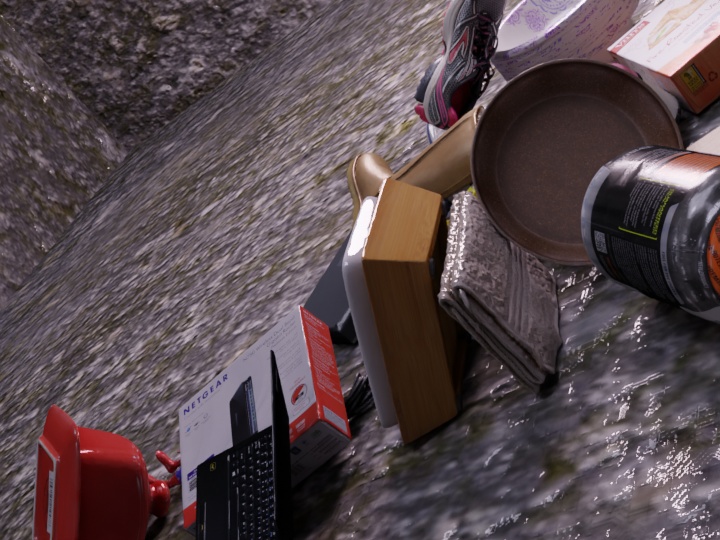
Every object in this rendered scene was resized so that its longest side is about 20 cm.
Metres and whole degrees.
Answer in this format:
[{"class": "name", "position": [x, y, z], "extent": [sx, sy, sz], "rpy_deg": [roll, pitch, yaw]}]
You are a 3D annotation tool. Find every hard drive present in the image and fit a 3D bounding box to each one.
[{"class": "hard drive", "position": [0.000, 0.000, 1.469], "extent": [0.201, 0.033, 0.139], "rpy_deg": [-58, 23, -18]}]

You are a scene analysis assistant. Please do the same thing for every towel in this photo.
[{"class": "towel", "position": [0.128, 0.013, 1.076], "extent": [0.034, 0.133, 0.200], "rpy_deg": [-37, 20, 25]}]

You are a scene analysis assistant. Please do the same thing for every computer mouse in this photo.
[{"class": "computer mouse", "position": [-0.045, 0.124, 1.309], "extent": [0.140, 0.046, 0.200], "rpy_deg": [-44, 19, 3]}]

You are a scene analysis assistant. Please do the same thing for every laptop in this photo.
[{"class": "laptop", "position": [-0.116, 0.206, 1.098], "extent": [0.199, 0.103, 0.178], "rpy_deg": [-31, 44, 29]}]

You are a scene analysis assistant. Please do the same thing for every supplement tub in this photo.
[{"class": "supplement tub", "position": [0.263, -0.029, 0.913], "extent": [0.122, 0.123, 0.200], "rpy_deg": [-43, 19, -4]}]

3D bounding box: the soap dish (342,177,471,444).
[{"class": "soap dish", "position": [0.049, 0.035, 1.114], "extent": [0.081, 0.201, 0.158], "rpy_deg": [-5, 29, 14]}]

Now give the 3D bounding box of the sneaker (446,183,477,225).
[{"class": "sneaker", "position": [0.141, -0.049, 1.285], "extent": [0.075, 0.085, 0.200], "rpy_deg": [-47, -5, 14]}]

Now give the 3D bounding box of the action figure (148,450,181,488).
[{"class": "action figure", "position": [-0.177, 0.206, 1.401], "extent": [0.199, 0.052, 0.066], "rpy_deg": [-27, 20, 32]}]

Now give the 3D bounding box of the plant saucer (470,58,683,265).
[{"class": "plant saucer", "position": [0.204, -0.100, 1.128], "extent": [0.200, 0.200, 0.037], "rpy_deg": [-44, -12, -5]}]

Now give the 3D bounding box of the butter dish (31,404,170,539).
[{"class": "butter dish", "position": [-0.293, 0.265, 1.371], "extent": [0.199, 0.147, 0.201], "rpy_deg": [-171, 85, -67]}]

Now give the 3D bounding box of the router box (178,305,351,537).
[{"class": "router box", "position": [-0.108, 0.163, 1.258], "extent": [0.200, 0.049, 0.180], "rpy_deg": [-41, 34, 19]}]

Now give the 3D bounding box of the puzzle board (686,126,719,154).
[{"class": "puzzle board", "position": [0.387, -0.127, 1.047], "extent": [0.200, 0.017, 0.151], "rpy_deg": [-35, 21, 23]}]

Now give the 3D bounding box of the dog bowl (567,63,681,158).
[{"class": "dog bowl", "position": [0.233, -0.133, 1.242], "extent": [0.200, 0.074, 0.200], "rpy_deg": [-44, 14, 14]}]

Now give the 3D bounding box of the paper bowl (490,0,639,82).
[{"class": "paper bowl", "position": [0.268, -0.304, 1.528], "extent": [0.200, 0.104, 0.201], "rpy_deg": [-37, 19, 15]}]

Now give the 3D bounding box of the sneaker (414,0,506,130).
[{"class": "sneaker", "position": [0.140, -0.269, 1.478], "extent": [0.075, 0.080, 0.201], "rpy_deg": [34, 107, 52]}]

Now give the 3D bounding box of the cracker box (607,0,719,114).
[{"class": "cracker box", "position": [0.365, -0.250, 1.293], "extent": [0.134, 0.058, 0.200], "rpy_deg": [-40, 18, 6]}]

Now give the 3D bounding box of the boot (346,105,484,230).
[{"class": "boot", "position": [0.076, -0.125, 1.396], "extent": [0.200, 0.066, 0.176], "rpy_deg": [-39, 37, 29]}]

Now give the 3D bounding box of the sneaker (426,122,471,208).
[{"class": "sneaker", "position": [0.142, -0.156, 1.519], "extent": [0.115, 0.081, 0.200], "rpy_deg": [-25, 32, 33]}]
